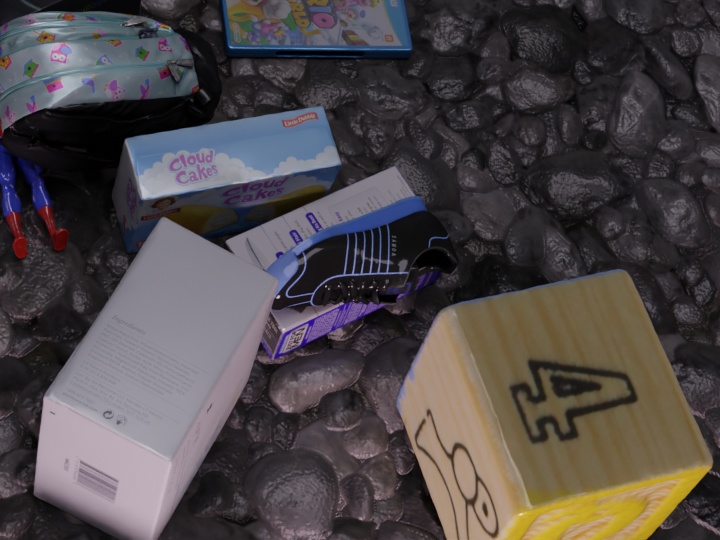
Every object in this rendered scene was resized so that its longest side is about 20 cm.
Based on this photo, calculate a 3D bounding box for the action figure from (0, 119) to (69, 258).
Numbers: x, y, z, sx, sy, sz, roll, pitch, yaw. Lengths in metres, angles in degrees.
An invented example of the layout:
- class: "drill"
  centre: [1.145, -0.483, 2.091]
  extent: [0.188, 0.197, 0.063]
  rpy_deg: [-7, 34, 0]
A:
- class: "action figure"
  centre: [-0.331, -0.111, 1.724]
  extent: [0.065, 0.052, 0.201]
  rpy_deg: [-15, 62, -18]

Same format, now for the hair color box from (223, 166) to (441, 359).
- class: "hair color box"
  centre: [-0.025, -0.009, 1.729]
  extent: [0.199, 0.065, 0.110]
  rpy_deg: [-24, 69, -26]

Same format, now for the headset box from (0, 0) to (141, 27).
- class: "headset box"
  centre: [-0.332, -0.288, 1.773]
  extent: [0.174, 0.093, 0.200]
  rpy_deg: [-33, 63, -32]

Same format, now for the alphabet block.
- class: "alphabet block"
  centre: [0.166, 0.143, 1.613]
  extent: [0.195, 0.196, 0.201]
  rpy_deg: [-12, 65, -18]

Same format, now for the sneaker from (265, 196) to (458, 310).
- class: "sneaker"
  centre: [0.000, 0.000, 1.654]
  extent: [0.199, 0.070, 0.078]
  rpy_deg: [-26, 67, -25]

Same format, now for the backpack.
- class: "backpack"
  centre: [-0.250, -0.171, 1.672]
  extent: [0.199, 0.166, 0.128]
  rpy_deg: [-5, 72, -41]

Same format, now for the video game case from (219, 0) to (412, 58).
- class: "video game case"
  centre: [-0.051, -0.288, 1.910]
  extent: [0.198, 0.018, 0.144]
  rpy_deg: [-1, 60, -15]

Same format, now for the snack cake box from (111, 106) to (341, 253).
- class: "snack cake box"
  centre: [-0.129, -0.087, 1.714]
  extent: [0.198, 0.115, 0.068]
  rpy_deg: [-12, 70, -19]

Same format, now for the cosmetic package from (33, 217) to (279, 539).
- class: "cosmetic package"
  centre: [-0.176, 0.102, 1.547]
  extent: [0.122, 0.200, 0.201]
  rpy_deg: [26, 58, 3]
